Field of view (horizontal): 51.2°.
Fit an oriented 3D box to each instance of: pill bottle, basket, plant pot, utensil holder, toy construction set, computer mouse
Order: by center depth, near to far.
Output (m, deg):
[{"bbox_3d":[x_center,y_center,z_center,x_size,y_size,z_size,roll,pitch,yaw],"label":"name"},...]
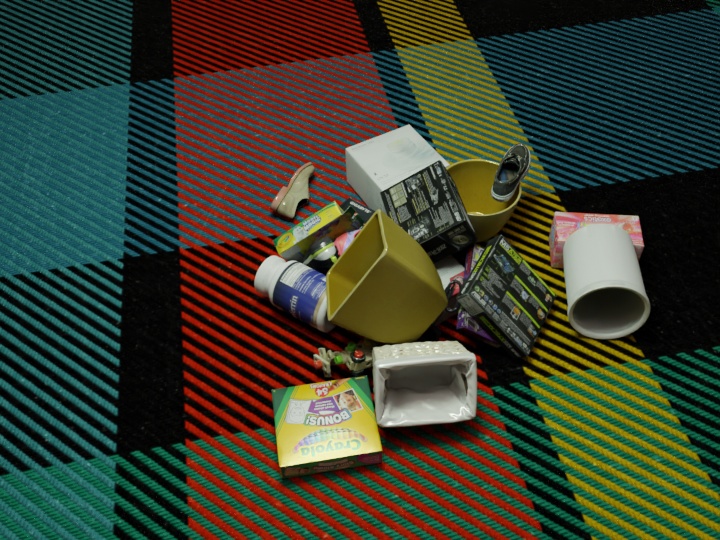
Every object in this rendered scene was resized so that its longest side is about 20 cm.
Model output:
[{"bbox_3d":[0.119,0.217,1.483,0.199,0.137,0.123,-4,15,-7],"label":"basket"},{"bbox_3d":[0.065,0.034,1.543,0.199,0.194,0.196,32,22,-20],"label":"plant pot"},{"bbox_3d":[-0.002,0.163,1.587,0.199,0.093,0.131,-26,42,-20],"label":"toy construction set"},{"bbox_3d":[0.162,0.110,1.616,0.058,0.034,0.201,33,91,10],"label":"computer mouse"},{"bbox_3d":[0.535,0.020,1.652,0.169,0.171,0.201,4,46,6],"label":"utensil holder"},{"bbox_3d":[-0.134,0.047,1.686,0.199,0.116,0.116,26,54,24],"label":"pill bottle"},{"bbox_3d":[0.284,-0.153,1.832,0.199,0.142,0.201,-1,48,1],"label":"plant pot"}]

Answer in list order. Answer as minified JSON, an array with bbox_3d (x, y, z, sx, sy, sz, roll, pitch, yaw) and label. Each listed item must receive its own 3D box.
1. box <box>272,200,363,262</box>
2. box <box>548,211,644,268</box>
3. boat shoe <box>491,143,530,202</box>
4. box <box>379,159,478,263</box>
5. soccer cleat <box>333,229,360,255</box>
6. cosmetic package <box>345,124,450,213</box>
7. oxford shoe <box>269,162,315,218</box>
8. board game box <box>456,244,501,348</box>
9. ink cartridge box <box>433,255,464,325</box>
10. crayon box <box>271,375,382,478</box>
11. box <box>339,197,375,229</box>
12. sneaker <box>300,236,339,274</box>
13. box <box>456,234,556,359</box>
[{"bbox_3d":[-0.094,-0.088,1.752,0.199,0.117,0.049,-30,66,7],"label":"box"},{"bbox_3d":[0.554,-0.067,1.776,0.199,0.095,0.103,4,49,6],"label":"box"},{"bbox_3d":[0.360,-0.243,1.776,0.068,0.057,0.201,16,51,16],"label":"boat shoe"},{"bbox_3d":[0.151,-0.122,1.690,0.163,0.086,0.201,-28,49,13],"label":"box"},{"bbox_3d":[0.000,0.000,1.722,0.076,0.067,0.201,-27,67,9],"label":"soccer cleat"},{"bbox_3d":[0.094,-0.251,1.942,0.198,0.123,0.200,-24,50,-19],"label":"cosmetic package"},{"bbox_3d":[-0.162,-0.206,1.961,0.074,0.071,0.200,34,53,-2],"label":"oxford shoe"},{"bbox_3d":[0.274,0.056,1.646,0.120,0.032,0.201,26,61,-29],"label":"board game box"},{"bbox_3d":[0.150,0.018,1.722,0.145,0.083,0.200,-26,53,-20],"label":"ink cartridge box"},{"bbox_3d":[-0.069,0.307,1.487,0.199,0.058,0.173,-8,48,-6],"label":"crayon box"},{"bbox_3d":[0.000,-0.081,1.842,0.199,0.046,0.159,30,57,26],"label":"box"},{"bbox_3d":[-0.084,-0.011,1.710,0.072,0.200,0.083,-33,84,-12],"label":"sneaker"},{"bbox_3d":[0.321,0.057,1.633,0.200,0.047,0.193,44,52,-13],"label":"box"}]
